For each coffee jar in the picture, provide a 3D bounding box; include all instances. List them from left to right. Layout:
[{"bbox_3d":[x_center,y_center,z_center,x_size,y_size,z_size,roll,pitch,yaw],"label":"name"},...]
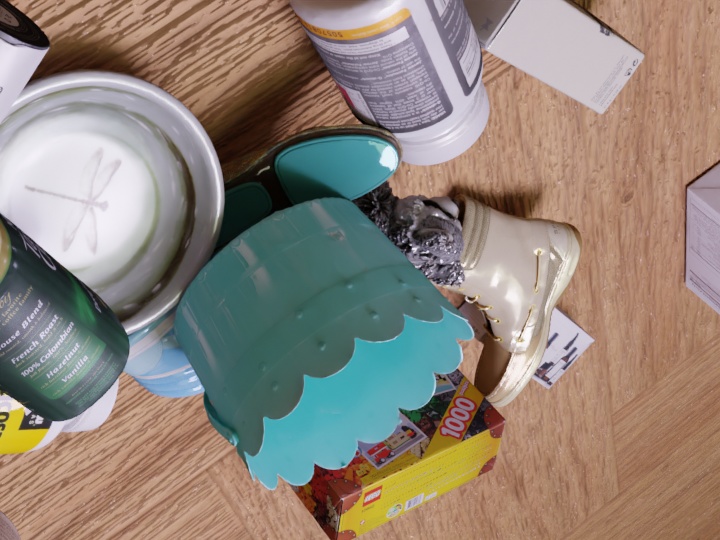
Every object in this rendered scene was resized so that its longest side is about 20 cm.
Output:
[{"bbox_3d":[-0.228,0.012,0.766,0.085,0.104,0.200,-45,149,-5],"label":"coffee jar"}]

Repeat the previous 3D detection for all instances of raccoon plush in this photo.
[{"bbox_3d":[0.000,0.000,1.083,0.200,0.134,0.097,-48,146,7],"label":"raccoon plush"}]

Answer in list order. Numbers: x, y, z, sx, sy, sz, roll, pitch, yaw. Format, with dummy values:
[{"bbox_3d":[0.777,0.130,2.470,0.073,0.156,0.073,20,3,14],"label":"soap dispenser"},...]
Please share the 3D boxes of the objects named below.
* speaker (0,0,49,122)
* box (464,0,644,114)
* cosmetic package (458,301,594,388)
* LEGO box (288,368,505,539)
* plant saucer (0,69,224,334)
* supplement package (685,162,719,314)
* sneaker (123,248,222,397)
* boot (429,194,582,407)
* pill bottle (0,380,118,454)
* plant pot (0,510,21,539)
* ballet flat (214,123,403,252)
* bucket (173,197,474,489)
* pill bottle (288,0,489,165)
[{"bbox_3d":[-0.278,-0.079,0.778,0.081,0.081,0.200,19,112,-51],"label":"speaker"},{"bbox_3d":[0.154,-0.204,1.071,0.200,0.082,0.068,15,117,-52],"label":"box"},{"bbox_3d":[0.186,0.065,1.405,0.083,0.051,0.200,-49,144,6],"label":"cosmetic package"},{"bbox_3d":[0.019,0.162,1.258,0.199,0.149,0.077,-21,139,-29],"label":"LEGO box"},{"bbox_3d":[-0.197,-0.047,0.888,0.199,0.050,0.201,-11,116,-24],"label":"plant saucer"},{"bbox_3d":[0.496,-0.036,1.516,0.152,0.151,0.200,-35,144,-12],"label":"supplement package"},{"bbox_3d":[-0.120,0.028,1.048,0.200,0.080,0.131,-31,142,0],"label":"sneaker"},{"bbox_3d":[0.119,0.032,1.246,0.155,0.073,0.201,14,106,-32],"label":"boot"},{"bbox_3d":[-0.280,0.077,0.910,0.200,0.112,0.113,3,125,-46],"label":"pill bottle"},{"bbox_3d":[-0.336,0.238,1.004,0.093,0.200,0.201,-67,168,-46],"label":"plant pot"},{"bbox_3d":[-0.066,-0.071,0.977,0.199,0.071,0.071,-23,144,3],"label":"ballet flat"},{"bbox_3d":[-0.033,0.053,0.955,0.207,0.135,0.207,-31,156,-16],"label":"bucket"},{"bbox_3d":[0.028,-0.173,0.948,0.116,0.116,0.200,-40,145,-5],"label":"pill bottle"}]
